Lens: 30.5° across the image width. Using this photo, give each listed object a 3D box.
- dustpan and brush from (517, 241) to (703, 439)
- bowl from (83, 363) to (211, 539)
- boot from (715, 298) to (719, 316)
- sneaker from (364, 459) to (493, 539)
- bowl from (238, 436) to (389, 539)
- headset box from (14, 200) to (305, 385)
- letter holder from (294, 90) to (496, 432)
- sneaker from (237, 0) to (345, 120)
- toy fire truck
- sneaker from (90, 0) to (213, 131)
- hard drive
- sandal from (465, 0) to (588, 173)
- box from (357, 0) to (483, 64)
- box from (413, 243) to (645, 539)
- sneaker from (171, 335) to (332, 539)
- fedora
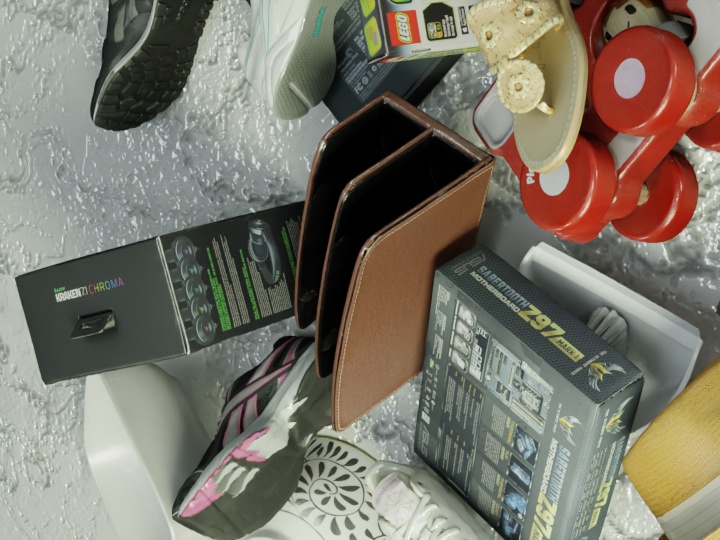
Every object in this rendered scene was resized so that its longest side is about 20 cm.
[{"bbox_3d":[0.157,0.090,0.945,0.139,0.057,0.201,31,147,24],"label":"dustpan and brush"},{"bbox_3d":[-0.176,0.183,1.161,0.201,0.074,0.200,58,151,27],"label":"bowl"},{"bbox_3d":[0.320,-0.032,0.797,0.164,0.065,0.201,31,115,35],"label":"boot"},{"bbox_3d":[0.053,0.205,0.971,0.075,0.099,0.200,-51,23,2],"label":"sneaker"},{"bbox_3d":[-0.048,0.250,1.113,0.200,0.094,0.202,9,105,34],"label":"bowl"},{"bbox_3d":[-0.151,0.017,1.066,0.173,0.200,0.093,-13,93,36],"label":"headset box"},{"bbox_3d":[0.000,0.000,0.950,0.100,0.142,0.201,36,141,24],"label":"letter holder"},{"bbox_3d":[-0.042,-0.216,0.973,0.080,0.070,0.201,43,119,33],"label":"sneaker"},{"bbox_3d":[0.164,-0.122,0.873,0.200,0.112,0.168,-56,48,32],"label":"toy fire truck"},{"bbox_3d":[-0.182,-0.215,1.127,0.088,0.075,0.200,52,122,32],"label":"sneaker"},{"bbox_3d":[-0.011,-0.212,1.015,0.200,0.033,0.140,53,125,13],"label":"hard drive"},{"bbox_3d":[0.099,-0.161,0.853,0.078,0.069,0.213,-40,36,53],"label":"sandal"},{"bbox_3d":[0.043,-0.250,0.912,0.035,0.109,0.202,177,83,-67],"label":"box"},{"bbox_3d":[0.112,0.104,0.934,0.158,0.051,0.201,42,145,34],"label":"box"},{"bbox_3d":[-0.085,0.133,1.077,0.086,0.200,0.081,13,141,46],"label":"sneaker"},{"bbox_3d":[0.227,0.105,0.819,0.082,0.200,0.201,49,124,11],"label":"fedora"}]
